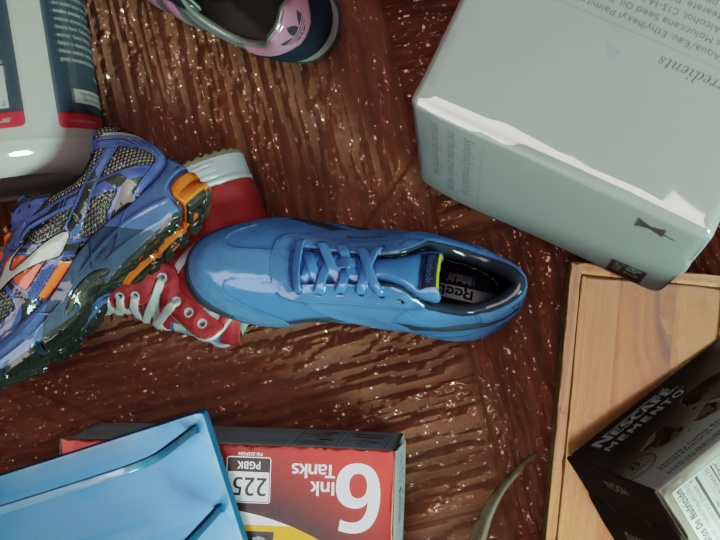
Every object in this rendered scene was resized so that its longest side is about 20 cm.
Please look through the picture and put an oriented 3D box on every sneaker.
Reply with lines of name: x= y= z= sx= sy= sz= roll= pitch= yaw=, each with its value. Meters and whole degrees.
sneaker: x=0.000 y=0.000 z=0.769 sx=0.198 sy=0.078 sz=0.067 roll=7 pitch=76 yaw=-13
sneaker: x=-0.107 y=-0.188 z=0.803 sx=0.199 sy=0.082 sz=0.071 roll=25 pitch=102 yaw=10
sneaker: x=-0.142 y=0.015 z=0.814 sx=0.199 sy=0.071 sz=0.113 roll=-25 pitch=84 yaw=2
sneaker: x=-0.176 y=-0.002 z=0.753 sx=0.200 sy=0.075 sz=0.079 roll=-41 pitch=81 yaw=3

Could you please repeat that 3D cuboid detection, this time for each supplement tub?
supplement tub: x=-0.233 y=-0.146 z=0.789 sx=0.139 sy=0.140 sz=0.202 roll=-10 pitch=88 yaw=5

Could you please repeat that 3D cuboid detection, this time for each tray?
tray: x=0.165 y=0.099 z=0.802 sx=0.098 sy=0.037 sz=0.202 roll=5 pitch=89 yaw=5

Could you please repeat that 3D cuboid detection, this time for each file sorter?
file sorter: x=-0.126 y=0.196 z=0.701 sx=0.138 sy=0.123 sz=0.202 roll=-18 pitch=90 yaw=5

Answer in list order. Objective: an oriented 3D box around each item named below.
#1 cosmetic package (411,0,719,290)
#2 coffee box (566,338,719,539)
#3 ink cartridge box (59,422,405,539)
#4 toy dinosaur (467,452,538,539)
cosmetic package: x=0.143 y=-0.121 z=0.727 sx=0.164 sy=0.165 sz=0.201 roll=26 pitch=82 yaw=9
coffee box: x=0.228 y=0.084 z=0.729 sx=0.199 sy=0.113 sz=0.080 roll=-35 pitch=100 yaw=-11
ink cartridge box: x=-0.075 y=0.186 z=0.799 sx=0.198 sy=0.084 sz=0.177 roll=1 pitch=90 yaw=5
toy dinosaur: x=0.052 y=0.207 z=0.786 sx=0.060 sy=0.106 sz=0.202 roll=17 pitch=98 yaw=1
